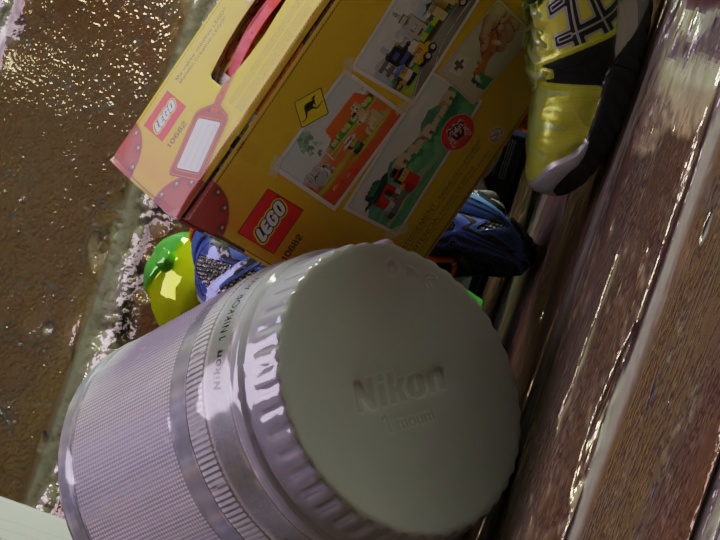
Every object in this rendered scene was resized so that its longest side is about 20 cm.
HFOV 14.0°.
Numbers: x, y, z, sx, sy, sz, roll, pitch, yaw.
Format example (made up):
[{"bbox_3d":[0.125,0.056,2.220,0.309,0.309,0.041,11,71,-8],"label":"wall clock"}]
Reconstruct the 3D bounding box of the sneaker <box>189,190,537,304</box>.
[{"bbox_3d":[0.000,0.000,1.591,0.075,0.200,0.079,50,-139,-57],"label":"sneaker"}]

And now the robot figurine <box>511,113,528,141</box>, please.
[{"bbox_3d":[0.103,-0.137,1.617,0.200,0.058,0.145,-93,23,-80],"label":"robot figurine"}]

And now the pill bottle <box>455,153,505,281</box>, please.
[{"bbox_3d":[0.015,-0.092,1.693,0.120,0.119,0.200,119,134,-72],"label":"pill bottle"}]

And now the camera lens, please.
[{"bbox_3d":[-0.039,0.086,1.421,0.200,0.160,0.160,-28,37,48],"label":"camera lens"}]

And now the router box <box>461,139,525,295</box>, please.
[{"bbox_3d":[0.071,-0.079,1.864,0.157,0.052,0.200,154,134,-86],"label":"router box"}]

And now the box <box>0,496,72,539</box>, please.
[{"bbox_3d":[-0.181,0.268,1.738,0.199,0.200,0.131,-61,18,25],"label":"box"}]

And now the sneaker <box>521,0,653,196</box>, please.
[{"bbox_3d":[0.101,-0.136,1.417,0.075,0.076,0.201,-132,53,-78],"label":"sneaker"}]

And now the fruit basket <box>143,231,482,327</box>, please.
[{"bbox_3d":[-0.042,0.061,1.713,0.156,0.215,0.216,112,175,-46],"label":"fruit basket"}]

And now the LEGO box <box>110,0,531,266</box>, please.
[{"bbox_3d":[-0.003,-0.092,1.457,0.200,0.149,0.077,-55,41,5],"label":"LEGO box"}]
